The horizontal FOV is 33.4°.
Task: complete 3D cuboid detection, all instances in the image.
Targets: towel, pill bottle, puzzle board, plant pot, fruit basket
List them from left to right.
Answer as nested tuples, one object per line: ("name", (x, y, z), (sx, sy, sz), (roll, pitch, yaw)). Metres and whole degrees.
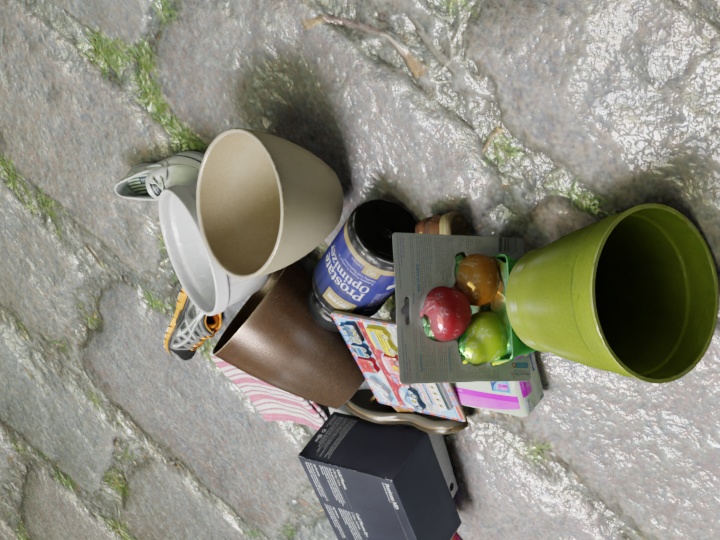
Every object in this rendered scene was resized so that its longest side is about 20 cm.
("towel", (-0.146, 0.199, 1.961), (0.146, 0.030, 0.200), (7, 148, 38))
("plant pot", (-0.087, 0.112, 1.800), (0.200, 0.187, 0.187), (39, 140, -8))
("pill bottle", (0.000, 0.000, 1.669), (0.112, 0.112, 0.200), (43, 139, 6))
("puzzle board", (0.053, 0.137, 1.674), (0.151, 0.017, 0.200), (9, 142, 36))
("fruit basket", (0.125, 0.048, 1.488), (0.094, 0.200, 0.185), (162, 106, -64))
("plant pot", (0.278, 0.030, 1.408), (0.193, 0.200, 0.200), (-5, 117, 57))

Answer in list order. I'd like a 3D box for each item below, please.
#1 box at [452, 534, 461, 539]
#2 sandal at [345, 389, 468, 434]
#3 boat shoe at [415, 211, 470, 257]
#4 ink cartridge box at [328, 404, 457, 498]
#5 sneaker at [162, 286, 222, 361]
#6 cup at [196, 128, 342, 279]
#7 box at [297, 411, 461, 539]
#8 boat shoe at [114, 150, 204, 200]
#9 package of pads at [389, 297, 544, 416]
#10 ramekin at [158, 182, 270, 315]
("box", (0.068, 0.476, 1.987), (0.096, 0.100, 0.200), (52, 139, -4))
("sandal", (0.070, 0.199, 1.791), (0.200, 0.082, 0.055), (10, 110, 37))
("boat shoe", (0.107, 0.025, 1.572), (0.068, 0.072, 0.200), (-5, 84, 32))
("ink cartridge box", (0.056, 0.303, 1.906), (0.198, 0.043, 0.200), (8, 125, 37))
("sneaker", (-0.274, 0.092, 2.009), (0.077, 0.078, 0.200), (32, 137, 10))
("cup", (-0.109, -0.094, 1.634), (0.200, 0.143, 0.200), (10, 103, 50))
("box", (0.032, 0.334, 1.826), (0.182, 0.104, 0.200), (9, 133, 38))
("boat shoe", (-0.303, -0.135, 1.864), (0.200, 0.067, 0.074), (-8, 115, 44))
("package of pads", (0.145, 0.112, 1.662), (0.200, 0.068, 0.155), (6, 124, 38))
("ramekin", (-0.212, -0.042, 1.786), (0.200, 0.105, 0.200), (47, 149, 41))
